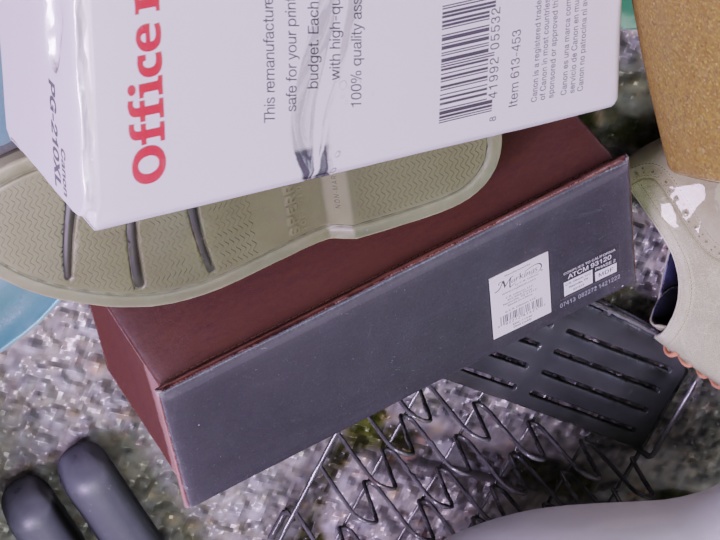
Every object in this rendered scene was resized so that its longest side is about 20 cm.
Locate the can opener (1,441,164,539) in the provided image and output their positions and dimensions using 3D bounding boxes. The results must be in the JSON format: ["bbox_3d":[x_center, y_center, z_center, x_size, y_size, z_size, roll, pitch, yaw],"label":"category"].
[{"bbox_3d":[-0.076,0.161,1.095,0.053,0.067,0.200,-31,121,-2],"label":"can opener"}]

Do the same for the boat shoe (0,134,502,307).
[{"bbox_3d":[-0.053,-0.041,0.980,0.199,0.068,0.075,-10,124,-19],"label":"boat shoe"}]

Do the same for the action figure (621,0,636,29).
[{"bbox_3d":[0.059,-0.180,0.974,0.118,0.055,0.201,-2,113,-13],"label":"action figure"}]

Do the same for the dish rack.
[{"bbox_3d":[0.048,0.099,1.111,0.153,0.055,0.200,20,109,-26],"label":"dish rack"}]

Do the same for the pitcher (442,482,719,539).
[{"bbox_3d":[0.104,0.155,1.028,0.200,0.172,0.121,-23,123,-9],"label":"pitcher"}]

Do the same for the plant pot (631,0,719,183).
[{"bbox_3d":[0.163,-0.127,0.910,0.186,0.186,0.201,3,96,-19],"label":"plant pot"}]

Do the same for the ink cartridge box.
[{"bbox_3d":[-0.017,-0.111,0.883,0.200,0.084,0.145,-15,121,-24],"label":"ink cartridge box"}]

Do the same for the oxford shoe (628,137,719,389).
[{"bbox_3d":[0.159,0.023,1.107,0.074,0.071,0.200,-16,115,7],"label":"oxford shoe"}]

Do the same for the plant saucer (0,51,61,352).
[{"bbox_3d":[-0.186,-0.046,0.977,0.200,0.027,0.201,-8,118,-15],"label":"plant saucer"}]

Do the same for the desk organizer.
[{"bbox_3d":[0.000,0.000,1.028,0.200,0.077,0.072,-26,141,-14],"label":"desk organizer"}]
